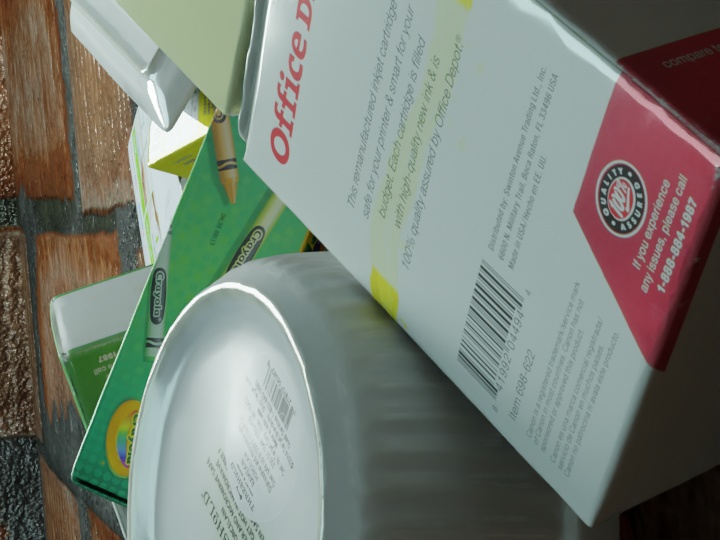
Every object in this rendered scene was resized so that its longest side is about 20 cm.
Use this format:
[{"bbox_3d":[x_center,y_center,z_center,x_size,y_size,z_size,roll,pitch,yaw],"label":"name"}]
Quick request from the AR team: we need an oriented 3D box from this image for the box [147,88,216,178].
[{"bbox_3d":[-0.034,-0.127,0.978,0.199,0.048,0.118,-22,60,52],"label":"box"}]

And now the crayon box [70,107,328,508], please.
[{"bbox_3d":[-0.053,0.013,0.859,0.119,0.058,0.202,65,-134,-79],"label":"crayon box"}]

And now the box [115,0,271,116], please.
[{"bbox_3d":[-0.043,-0.193,0.700,0.176,0.096,0.201,45,138,32],"label":"box"}]

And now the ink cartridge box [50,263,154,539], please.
[{"bbox_3d":[-0.060,0.094,1.010,0.083,0.145,0.202,-126,19,-66],"label":"ink cartridge box"}]

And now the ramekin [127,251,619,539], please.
[{"bbox_3d":[-0.007,0.086,0.711,0.200,0.104,0.202,-17,71,59],"label":"ramekin"}]

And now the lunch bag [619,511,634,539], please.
[{"bbox_3d":[0.052,0.128,0.837,0.201,0.081,0.177,-109,17,-45],"label":"lunch bag"}]

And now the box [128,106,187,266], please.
[{"bbox_3d":[-0.078,-0.029,1.202,0.177,0.096,0.202,120,142,-63],"label":"box"}]

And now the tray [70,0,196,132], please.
[{"bbox_3d":[-0.110,-0.150,1.031,0.108,0.022,0.200,-58,30,8],"label":"tray"}]

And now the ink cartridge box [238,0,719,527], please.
[{"bbox_3d":[0.055,-0.046,0.622,0.200,0.083,0.146,46,140,32],"label":"ink cartridge box"}]
